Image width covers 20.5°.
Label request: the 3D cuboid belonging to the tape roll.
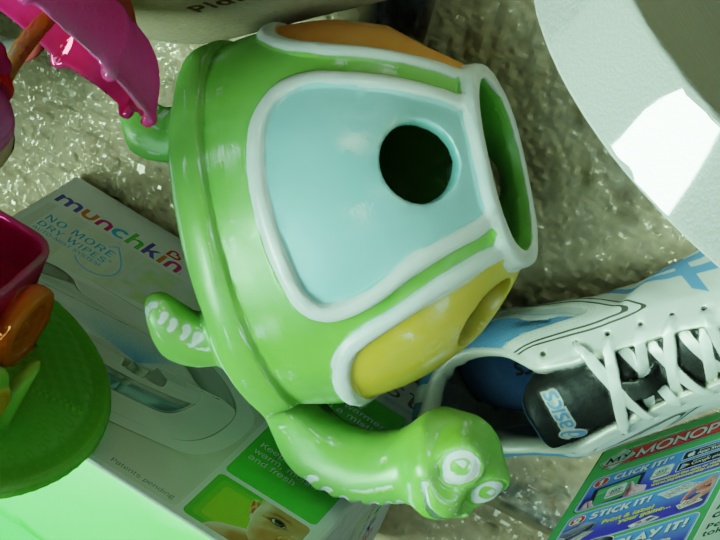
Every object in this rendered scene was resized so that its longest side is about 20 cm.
[{"bbox_3d":[0.145,-0.057,0.637,0.203,0.203,0.037,43,125,2],"label":"tape roll"}]

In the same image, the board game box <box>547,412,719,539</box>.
[{"bbox_3d":[0.157,0.082,0.739,0.200,0.135,0.029,-24,101,34],"label":"board game box"}]

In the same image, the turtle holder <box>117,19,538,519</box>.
[{"bbox_3d":[-0.004,-0.008,0.753,0.131,0.186,0.141,-13,149,16],"label":"turtle holder"}]

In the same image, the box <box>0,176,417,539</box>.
[{"bbox_3d":[-0.095,0.072,0.836,0.200,0.176,0.097,31,120,11],"label":"box"}]

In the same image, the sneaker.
[{"bbox_3d":[0.109,0.037,0.777,0.200,0.073,0.072,-18,114,34],"label":"sneaker"}]

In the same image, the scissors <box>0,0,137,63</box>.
[{"bbox_3d":[-0.134,-0.146,0.679,0.073,0.014,0.200,1,133,23],"label":"scissors"}]

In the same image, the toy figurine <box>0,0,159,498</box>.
[{"bbox_3d":[-0.143,-0.027,0.675,0.150,0.200,0.184,30,121,10],"label":"toy figurine"}]

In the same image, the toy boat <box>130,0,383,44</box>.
[{"bbox_3d":[-0.055,-0.164,0.753,0.200,0.130,0.131,-9,79,30],"label":"toy boat"}]
